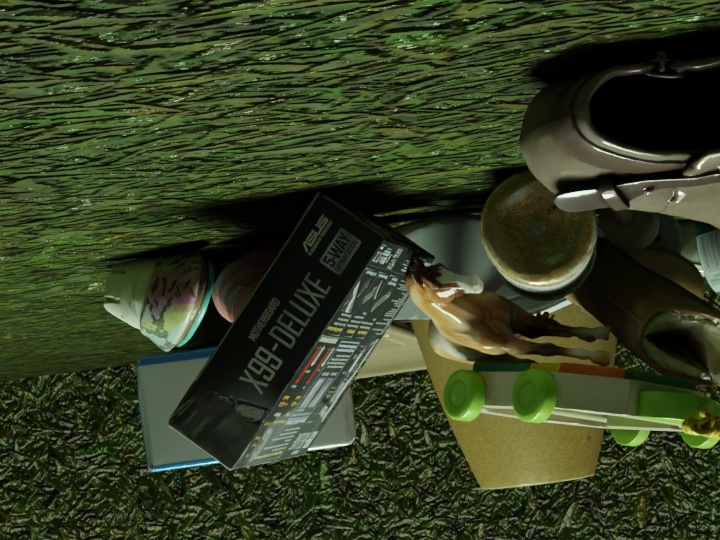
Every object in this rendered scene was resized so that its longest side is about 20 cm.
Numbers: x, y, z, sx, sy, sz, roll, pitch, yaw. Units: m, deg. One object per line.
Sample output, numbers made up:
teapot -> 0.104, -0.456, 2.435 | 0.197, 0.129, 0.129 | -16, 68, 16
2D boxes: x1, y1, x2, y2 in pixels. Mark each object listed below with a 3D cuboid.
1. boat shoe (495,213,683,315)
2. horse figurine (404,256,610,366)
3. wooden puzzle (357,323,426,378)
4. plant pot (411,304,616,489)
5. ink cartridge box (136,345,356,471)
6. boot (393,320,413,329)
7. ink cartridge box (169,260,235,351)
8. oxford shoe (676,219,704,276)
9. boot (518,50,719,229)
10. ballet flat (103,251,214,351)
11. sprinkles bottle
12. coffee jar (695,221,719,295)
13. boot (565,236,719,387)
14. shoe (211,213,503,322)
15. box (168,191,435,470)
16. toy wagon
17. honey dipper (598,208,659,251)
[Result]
boat shoe -> 0.141, -0.001, 1.505 | 0.199, 0.074, 0.067 | -7, 176, -9
horse figurine -> 0.090, 0.037, 1.295 | 0.132, 0.050, 0.200 | 12, 175, 1
wooden puzzle -> -0.054, 0.042, 1.742 | 0.200, 0.046, 0.185 | 25, 156, -38
plant pot -> 0.128, 0.071, 1.622 | 0.186, 0.201, 0.186 | -6, 176, 0
ink cartridge box -> -0.079, 0.094, 1.480 | 0.146, 0.086, 0.200 | -8, 179, 0
boot -> 0.099, 0.059, 1.776 | 0.154, 0.072, 0.200 | -4, -143, -1
ink cartridge box -> -0.051, 0.017, 1.506 | 0.104, 0.060, 0.200 | -5, 175, -41
oxford shoe -> 0.310, -0.029, 1.605 | 0.199, 0.058, 0.075 | 5, -148, 20
boot -> 0.163, -0.055, 0.818 | 0.199, 0.071, 0.146 | -8, 174, -3
ballet flat -> -0.145, 0.020, 1.414 | 0.071, 0.069, 0.200 | 18, 173, -5
sprinkles bottle -> 0.111, -0.019, 1.228 | 0.068, 0.069, 0.200 | -8, 176, 6
coffee jar -> 0.301, -0.030, 1.301 | 0.104, 0.086, 0.200 | -11, 178, -15
boot -> 0.209, 0.031, 1.377 | 0.175, 0.066, 0.200 | 12, -168, -27
shoe -> 0.000, 0.000, 1.370 | 0.199, 0.072, 0.091 | -18, -158, -20
box -> -0.030, 0.039, 1.209 | 0.050, 0.158, 0.200 | 34, -176, 10
toy wagon -> 0.156, 0.084, 1.259 | 0.155, 0.040, 0.200 | 11, 171, -34
honey dipper -> 0.165, -0.042, 1.286 | 0.038, 0.038, 0.200 | -8, 172, 12
